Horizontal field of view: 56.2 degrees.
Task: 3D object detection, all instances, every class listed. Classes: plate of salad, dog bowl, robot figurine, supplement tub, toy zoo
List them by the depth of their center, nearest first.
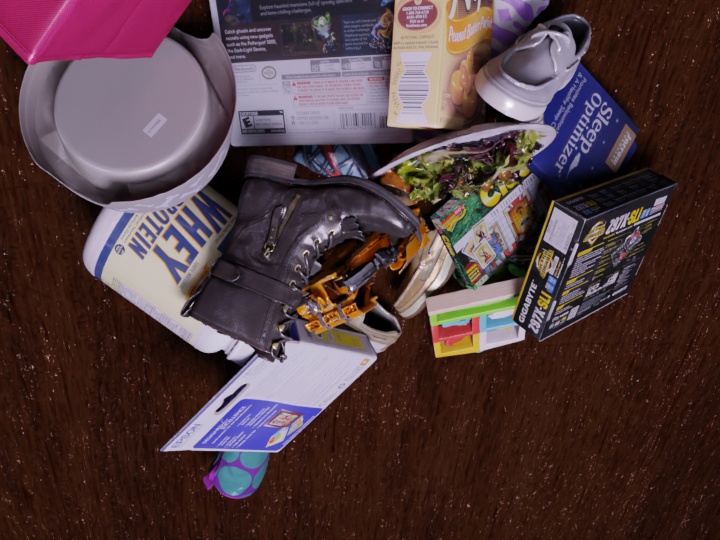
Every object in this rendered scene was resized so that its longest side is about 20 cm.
[{"bbox_3d":[-0.207,-0.147,0.627,0.193,0.207,0.059,-9,165,-4],"label":"dog bowl"},{"bbox_3d":[0.095,-0.092,0.653,0.194,0.200,0.050,-15,82,-1],"label":"plate of salad"},{"bbox_3d":[-0.172,-0.008,0.713,0.198,0.146,0.146,35,114,-7],"label":"supplement tub"},{"bbox_3d":[0.000,0.000,0.737,0.143,0.200,0.059,-25,103,37],"label":"robot figurine"},{"bbox_3d":[0.155,0.071,0.883,0.127,0.021,0.201,-12,153,4],"label":"toy zoo"}]

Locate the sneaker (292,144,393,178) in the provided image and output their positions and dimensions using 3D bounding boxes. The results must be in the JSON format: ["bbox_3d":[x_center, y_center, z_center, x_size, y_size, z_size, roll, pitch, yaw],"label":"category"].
[{"bbox_3d":[-0.026,-0.139,0.740,0.093,0.080,0.202,-22,119,20],"label":"sneaker"}]

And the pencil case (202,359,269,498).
[{"bbox_3d":[-0.161,0.219,0.935,0.090,0.085,0.205,-9,128,-34],"label":"pencil case"}]

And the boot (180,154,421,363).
[{"bbox_3d":[-0.054,-0.001,0.625,0.194,0.069,0.179,15,81,13],"label":"boot"}]

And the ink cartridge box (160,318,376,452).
[{"bbox_3d":[-0.104,0.137,0.780,0.197,0.048,0.198,-43,145,18],"label":"ink cartridge box"}]

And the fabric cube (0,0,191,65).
[{"bbox_3d":[-0.201,-0.296,0.479,0.199,0.201,0.196,-42,99,18],"label":"fabric cube"}]

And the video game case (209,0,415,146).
[{"bbox_3d":[-0.046,-0.214,0.640,0.193,0.023,0.187,2,114,17],"label":"video game case"}]

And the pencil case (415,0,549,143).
[{"bbox_3d":[0.115,-0.219,0.702,0.084,0.085,0.202,7,127,-44],"label":"pencil case"}]

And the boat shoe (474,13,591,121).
[{"bbox_3d":[0.169,-0.195,0.620,0.072,0.198,0.069,40,131,16],"label":"boat shoe"}]

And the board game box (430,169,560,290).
[{"bbox_3d":[0.176,-0.082,0.782,0.199,0.023,0.106,-42,116,-13],"label":"board game box"}]

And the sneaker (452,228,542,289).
[{"bbox_3d":[0.213,-0.009,0.856,0.194,0.086,0.080,-16,126,-1],"label":"sneaker"}]

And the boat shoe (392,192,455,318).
[{"bbox_3d":[0.088,-0.038,0.831,0.075,0.072,0.203,29,105,-14],"label":"boat shoe"}]

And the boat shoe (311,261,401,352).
[{"bbox_3d":[-0.020,0.037,0.843,0.067,0.077,0.200,-22,138,25],"label":"boat shoe"}]

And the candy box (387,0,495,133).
[{"bbox_3d":[0.077,-0.229,0.604,0.054,0.114,0.207,10,101,29],"label":"candy box"}]

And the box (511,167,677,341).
[{"bbox_3d":[0.272,-0.022,0.785,0.196,0.049,0.164,-20,132,-36],"label":"box"}]

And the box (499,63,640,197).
[{"bbox_3d":[0.248,-0.149,0.773,0.198,0.032,0.123,32,87,-31],"label":"box"}]
